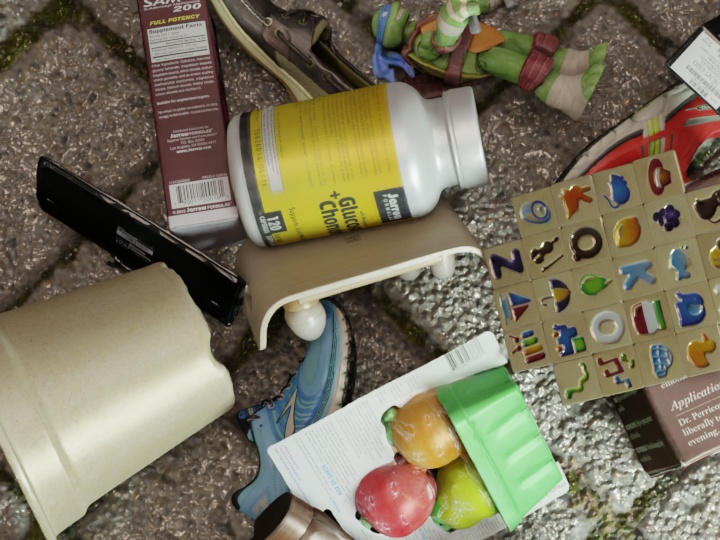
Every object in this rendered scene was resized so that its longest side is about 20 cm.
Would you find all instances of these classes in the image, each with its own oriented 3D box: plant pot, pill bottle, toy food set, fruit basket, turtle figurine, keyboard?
[{"bbox_3d":[-0.209,0.089,1.380,0.183,0.200,0.201,-26,82,-14],"label":"plant pot"},{"bbox_3d":[-0.001,-0.090,1.397,0.200,0.112,0.112,-11,81,6],"label":"pill bottle"},{"bbox_3d":[0.000,0.000,1.415,0.200,0.144,0.061,-16,115,-5],"label":"toy food set"},{"bbox_3d":[0.050,0.157,1.390,0.200,0.094,0.185,-26,120,5],"label":"fruit basket"},{"bbox_3d":[0.119,-0.220,1.446,0.194,0.144,0.200,24,85,0],"label":"turtle figurine"},{"bbox_3d":[-0.180,-0.029,1.440,0.200,0.104,0.040,33,59,5],"label":"keyboard"}]

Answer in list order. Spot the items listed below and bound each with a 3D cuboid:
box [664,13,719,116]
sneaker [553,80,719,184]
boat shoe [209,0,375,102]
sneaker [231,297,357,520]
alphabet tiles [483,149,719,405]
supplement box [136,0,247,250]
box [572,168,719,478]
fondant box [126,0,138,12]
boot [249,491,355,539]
[{"bbox_3d":[0.347,-0.125,1.402,0.199,0.200,0.050,46,112,4],"label":"box"},{"bbox_3d":[0.241,-0.090,1.460,0.200,0.077,0.085,-35,88,-5],"label":"sneaker"},{"bbox_3d":[-0.050,-0.191,1.469,0.065,0.073,0.200,-42,93,24],"label":"boat shoe"},{"bbox_3d":[-0.057,0.116,1.424,0.090,0.078,0.200,13,81,5],"label":"sneaker"},{"bbox_3d":[0.195,0.007,1.306,0.200,0.006,0.167,-16,85,24],"label":"alphabet tiles"},{"bbox_3d":[-0.140,-0.125,1.446,0.061,0.109,0.200,-9,80,-1],"label":"supplement box"},{"bbox_3d":[0.275,0.041,1.391,0.166,0.164,0.200,-23,81,-3],"label":"box"},{"bbox_3d":[-0.141,-0.289,1.426,0.144,0.200,0.058,-20,83,-3],"label":"fondant box"},{"bbox_3d":[-0.030,0.284,1.403,0.200,0.064,0.186,35,125,-19],"label":"boot"}]
